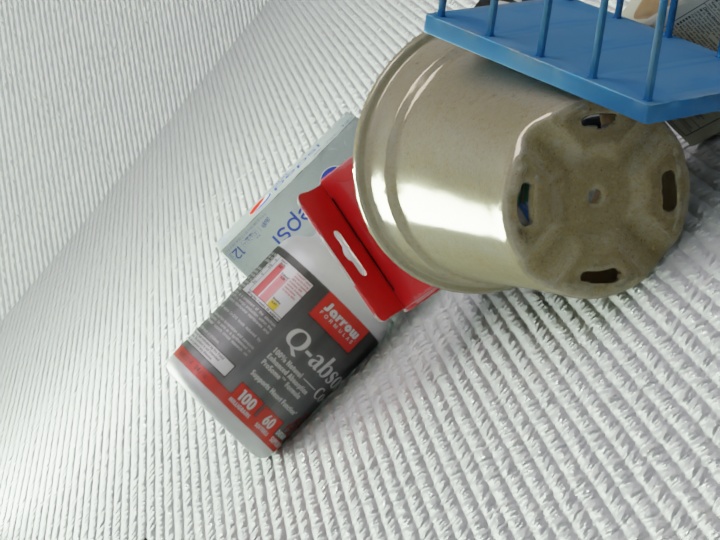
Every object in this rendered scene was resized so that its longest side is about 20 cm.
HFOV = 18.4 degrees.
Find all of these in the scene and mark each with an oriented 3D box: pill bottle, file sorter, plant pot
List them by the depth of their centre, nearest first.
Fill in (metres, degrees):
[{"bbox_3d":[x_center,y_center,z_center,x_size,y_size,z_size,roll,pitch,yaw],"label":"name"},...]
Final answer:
[{"bbox_3d":[0.164,-0.188,1.423,0.139,0.123,0.200,-13,30,-40],"label":"file sorter"},{"bbox_3d":[0.120,-0.065,1.485,0.200,0.200,0.183,-47,23,-7],"label":"plant pot"},{"bbox_3d":[-0.051,0.045,1.801,0.200,0.116,0.116,-46,12,-4],"label":"pill bottle"}]

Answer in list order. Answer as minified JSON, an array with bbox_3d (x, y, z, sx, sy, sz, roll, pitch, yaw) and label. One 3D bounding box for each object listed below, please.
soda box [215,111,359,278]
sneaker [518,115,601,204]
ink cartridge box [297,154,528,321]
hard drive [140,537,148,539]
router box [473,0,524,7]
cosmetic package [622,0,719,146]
[{"bbox_3d":[-0.057,-0.071,2.311,0.200,0.068,0.063,-46,13,-1],"label":"soda box"},{"bbox_3d":[0.096,-0.089,1.646,0.200,0.075,0.087,-7,23,-42],"label":"sneaker"},{"bbox_3d":[0.049,-0.048,1.650,0.067,0.116,0.200,-36,-3,32],"label":"ink cartridge box"},{"bbox_3d":[-0.205,0.290,1.694,0.140,0.038,0.200,-43,12,7],"label":"hard drive"},{"bbox_3d":[0.096,-0.160,1.942,0.200,0.051,0.149,-54,-12,-43],"label":"router box"},{"bbox_3d":[0.268,-0.172,1.499,0.200,0.105,0.071,-27,23,50],"label":"cosmetic package"}]
